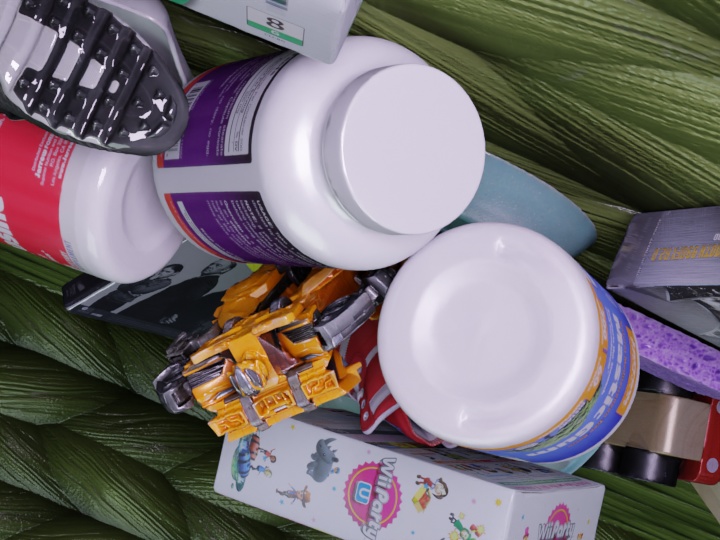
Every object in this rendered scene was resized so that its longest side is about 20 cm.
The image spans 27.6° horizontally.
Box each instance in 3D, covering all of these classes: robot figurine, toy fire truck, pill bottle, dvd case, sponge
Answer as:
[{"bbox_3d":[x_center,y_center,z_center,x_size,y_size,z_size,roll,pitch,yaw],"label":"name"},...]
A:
[{"bbox_3d":[-0.031,0.028,0.801,0.058,0.145,0.200,61,-159,-13],"label":"robot figurine"},{"bbox_3d":[0.279,0.155,1.248,0.199,0.129,0.176,14,174,-24],"label":"toy fire truck"},{"bbox_3d":[0.090,0.047,0.791,0.112,0.113,0.200,18,177,22],"label":"pill bottle"},{"bbox_3d":[-0.023,-0.057,0.742,0.112,0.113,0.200,27,169,-27],"label":"pill bottle"},{"bbox_3d":[-0.203,-0.072,0.878,0.199,0.113,0.112,18,170,24],"label":"pill bottle"},{"bbox_3d":[-0.089,-0.006,1.039,0.200,0.025,0.150,-29,152,27],"label":"dvd case"},{"bbox_3d":[0.181,0.042,1.041,0.199,0.030,0.112,25,177,-19],"label":"sponge"}]

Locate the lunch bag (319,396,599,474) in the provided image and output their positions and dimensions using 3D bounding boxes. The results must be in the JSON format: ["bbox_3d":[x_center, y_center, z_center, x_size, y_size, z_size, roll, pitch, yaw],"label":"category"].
[{"bbox_3d":[0.090,0.083,1.097,0.200,0.122,0.170,-23,-139,-40],"label":"lunch bag"}]

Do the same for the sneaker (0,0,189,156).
[{"bbox_3d":[-0.169,-0.108,0.762,0.199,0.067,0.091,24,173,15],"label":"sneaker"}]

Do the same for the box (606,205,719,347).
[{"bbox_3d":[0.255,0.028,0.775,0.199,0.049,0.158,26,169,-20],"label":"box"}]

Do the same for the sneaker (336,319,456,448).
[{"bbox_3d":[0.009,0.073,0.945,0.071,0.113,0.200,10,152,-27],"label":"sneaker"}]

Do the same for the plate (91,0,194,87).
[{"bbox_3d":[-0.180,-0.150,0.830,0.199,0.032,0.200,22,170,6],"label":"plate"}]

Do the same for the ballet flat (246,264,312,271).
[{"bbox_3d":[0.000,0.000,0.980,0.067,0.067,0.200,4,168,41],"label":"ballet flat"}]

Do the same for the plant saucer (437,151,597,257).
[{"bbox_3d":[0.047,-0.040,0.911,0.199,0.036,0.200,22,171,4],"label":"plant saucer"}]

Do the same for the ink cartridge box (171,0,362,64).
[{"bbox_3d":[-0.070,-0.151,0.543,0.160,0.050,0.200,22,172,0],"label":"ink cartridge box"}]

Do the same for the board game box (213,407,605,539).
[{"bbox_3d":[0.032,0.137,0.918,0.199,0.065,0.147,13,180,31],"label":"board game box"}]
